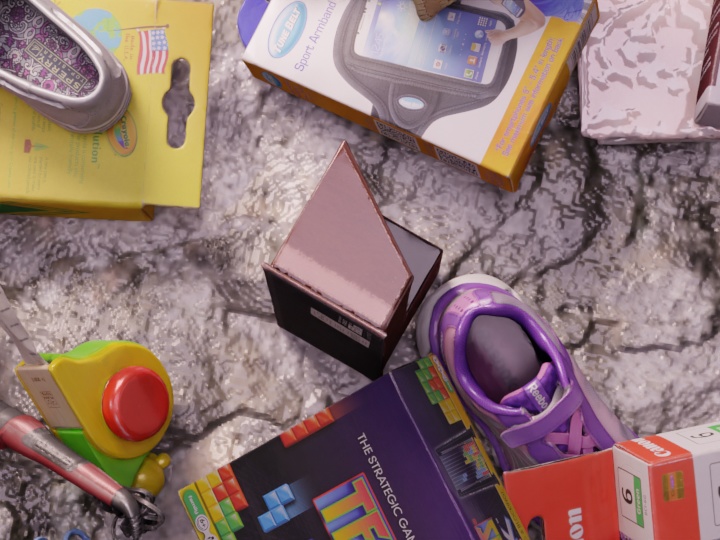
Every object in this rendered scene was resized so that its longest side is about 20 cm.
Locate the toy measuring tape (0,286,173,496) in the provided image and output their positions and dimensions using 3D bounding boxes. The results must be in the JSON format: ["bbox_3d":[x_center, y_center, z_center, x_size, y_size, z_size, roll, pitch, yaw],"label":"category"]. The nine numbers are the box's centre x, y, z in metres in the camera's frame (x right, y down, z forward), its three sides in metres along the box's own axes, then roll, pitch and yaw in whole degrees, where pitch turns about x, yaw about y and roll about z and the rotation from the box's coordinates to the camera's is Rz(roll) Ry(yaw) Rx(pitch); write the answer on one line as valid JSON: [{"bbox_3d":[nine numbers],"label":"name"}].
[{"bbox_3d":[-0.158,0.042,1.115,0.073,0.074,0.201,-29,112,-3],"label":"toy measuring tape"}]

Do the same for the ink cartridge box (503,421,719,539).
[{"bbox_3d":[0.182,0.145,1.086,0.199,0.050,0.110,-10,102,-18],"label":"ink cartridge box"}]

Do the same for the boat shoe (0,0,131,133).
[{"bbox_3d":[-0.218,-0.145,1.108,0.200,0.069,0.072,40,84,6],"label":"boat shoe"}]

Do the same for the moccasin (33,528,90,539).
[{"bbox_3d":[-0.190,0.182,1.111,0.199,0.080,0.069,-11,78,-2],"label":"moccasin"}]

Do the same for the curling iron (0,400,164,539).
[{"bbox_3d":[-0.191,0.099,1.120,0.199,0.050,0.026,29,54,22],"label":"curling iron"}]

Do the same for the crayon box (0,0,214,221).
[{"bbox_3d":[-0.186,-0.096,1.162,0.199,0.051,0.128,4,82,2],"label":"crayon box"}]

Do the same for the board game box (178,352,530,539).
[{"bbox_3d":[0.012,0.172,1.083,0.165,0.057,0.201,-32,81,32],"label":"board game box"}]

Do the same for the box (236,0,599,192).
[{"bbox_3d":[0.025,-0.140,1.159,0.199,0.041,0.120,25,83,11],"label":"box"}]

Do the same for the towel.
[{"bbox_3d":[0.225,-0.169,1.178,0.199,0.032,0.192,0,83,1],"label":"towel"}]

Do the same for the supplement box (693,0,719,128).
[{"bbox_3d":[0.262,-0.176,1.132,0.108,0.061,0.201,10,83,3],"label":"supplement box"}]

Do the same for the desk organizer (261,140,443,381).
[{"bbox_3d":[0.000,0.000,1.073,0.072,0.200,0.077,30,82,5],"label":"desk organizer"}]

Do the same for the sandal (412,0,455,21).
[{"bbox_3d":[0.028,-0.176,1.121,0.211,0.078,0.070,4,97,15],"label":"sandal"}]

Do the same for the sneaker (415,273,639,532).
[{"bbox_3d":[0.107,0.086,1.117,0.080,0.088,0.200,-39,86,-7],"label":"sneaker"}]
